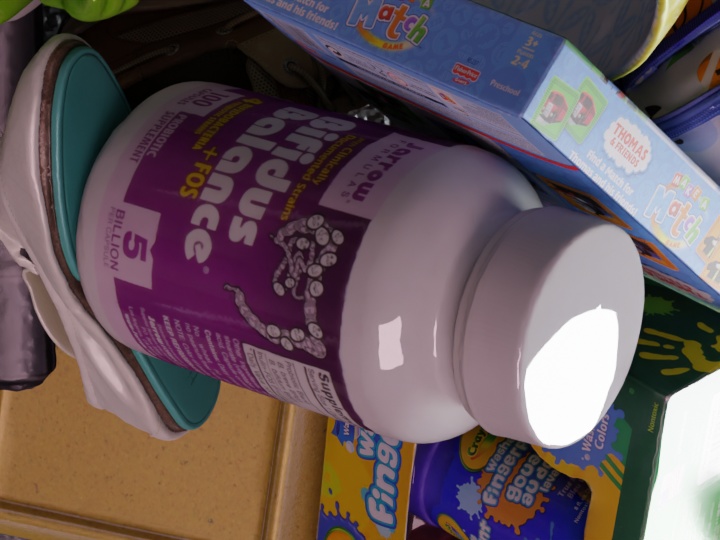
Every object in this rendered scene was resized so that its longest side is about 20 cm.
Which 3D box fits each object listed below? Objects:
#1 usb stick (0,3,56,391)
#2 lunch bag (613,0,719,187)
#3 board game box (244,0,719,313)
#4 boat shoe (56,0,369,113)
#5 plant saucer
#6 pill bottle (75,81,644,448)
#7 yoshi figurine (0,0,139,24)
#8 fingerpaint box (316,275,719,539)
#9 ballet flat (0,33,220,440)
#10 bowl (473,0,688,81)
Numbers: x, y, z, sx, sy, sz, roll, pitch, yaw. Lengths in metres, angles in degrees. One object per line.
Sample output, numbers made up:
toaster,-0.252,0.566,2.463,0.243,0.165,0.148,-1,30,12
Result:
usb stick,-0.157,-0.046,1.004,0.055,0.033,0.200,4,106,12
lunch bag,0.183,-0.126,0.915,0.200,0.160,0.076,-35,126,27
board game box,0.064,-0.052,0.922,0.200,0.151,0.037,37,83,-49
boat shoe,-0.030,-0.085,1.001,0.200,0.074,0.076,-12,133,8
plant saucer,-0.093,0.050,1.066,0.200,0.048,0.200,11,110,6
pill bottle,0.000,0.000,0.894,0.200,0.112,0.112,16,143,34
yoshi figurine,-0.123,-0.135,0.899,0.200,0.112,0.113,-18,117,-8
fingerpaint box,0.066,0.091,0.992,0.073,0.167,0.200,-23,131,-42
ballet flat,-0.115,-0.009,0.966,0.069,0.069,0.200,-12,130,8
bowl,0.065,-0.177,0.883,0.108,0.200,0.200,-44,135,-21
